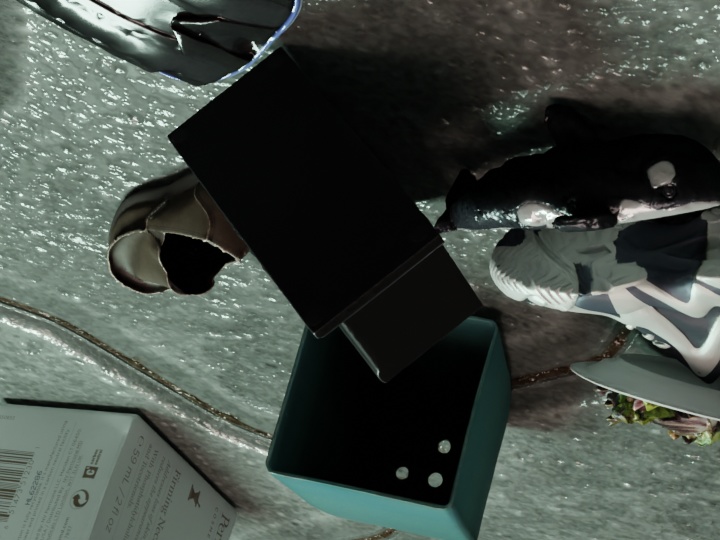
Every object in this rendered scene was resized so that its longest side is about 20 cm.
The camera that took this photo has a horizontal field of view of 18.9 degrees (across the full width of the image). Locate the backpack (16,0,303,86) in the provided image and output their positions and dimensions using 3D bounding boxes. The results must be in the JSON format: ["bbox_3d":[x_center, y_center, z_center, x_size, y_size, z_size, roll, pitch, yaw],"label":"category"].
[{"bbox_3d":[-0.106,-0.202,1.063,0.199,0.148,0.183,33,151,-16],"label":"backpack"}]

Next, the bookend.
[{"bbox_3d":[0.000,0.000,1.323,0.199,0.092,0.200,51,179,40],"label":"bookend"}]

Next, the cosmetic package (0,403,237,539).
[{"bbox_3d":[-0.247,0.243,1.979,0.165,0.168,0.200,1,149,30],"label":"cosmetic package"}]

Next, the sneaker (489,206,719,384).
[{"bbox_3d":[0.188,0.023,1.369,0.198,0.080,0.130,-6,137,24],"label":"sneaker"}]

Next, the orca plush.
[{"bbox_3d":[0.125,-0.067,1.294,0.105,0.072,0.199,-18,-169,-37],"label":"orca plush"}]

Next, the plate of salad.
[{"bbox_3d":[0.234,0.094,1.427,0.198,0.048,0.200,12,-174,-1],"label":"plate of salad"}]

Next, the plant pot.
[{"bbox_3d":[0.036,0.127,1.611,0.140,0.142,0.200,10,160,17],"label":"plant pot"}]

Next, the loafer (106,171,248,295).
[{"bbox_3d":[-0.130,-0.018,1.513,0.073,0.071,0.200,29,152,-18],"label":"loafer"}]
